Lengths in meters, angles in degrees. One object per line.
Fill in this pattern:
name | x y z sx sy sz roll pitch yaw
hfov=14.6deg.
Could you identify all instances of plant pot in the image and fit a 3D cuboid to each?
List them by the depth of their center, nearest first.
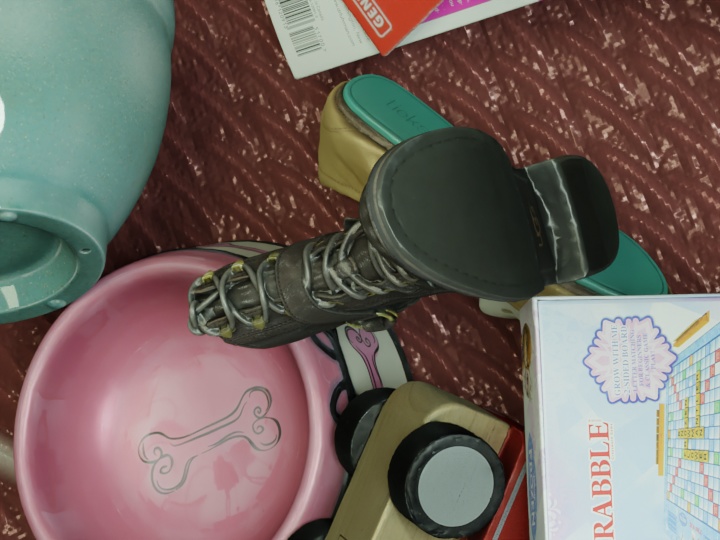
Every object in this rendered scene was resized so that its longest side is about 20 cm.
plant pot | -0.180 -0.057 1.303 0.199 0.200 0.135 -18 62 22

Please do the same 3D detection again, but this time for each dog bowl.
dog bowl | -0.076 0.080 1.318 0.199 0.074 0.202 -4 80 25

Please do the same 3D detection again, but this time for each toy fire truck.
toy fire truck | 0.072 0.165 1.227 0.177 0.199 0.129 -66 22 1

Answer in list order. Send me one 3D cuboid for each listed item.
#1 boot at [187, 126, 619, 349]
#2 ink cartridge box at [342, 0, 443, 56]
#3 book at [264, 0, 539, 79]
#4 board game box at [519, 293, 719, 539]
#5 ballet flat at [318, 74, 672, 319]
boot | 0.000 0.000 1.168 0.173 0.200 0.070 -16 80 28
ink cartridge box | -0.008 -0.212 1.231 0.200 0.043 0.173 54 131 5
book | 0.027 -0.174 1.275 0.199 0.048 0.134 -14 100 38
board game box | 0.169 0.109 1.164 0.198 0.041 0.201 0 80 -6
ballet flat | 0.059 -0.017 1.284 0.200 0.068 0.063 38 127 27
